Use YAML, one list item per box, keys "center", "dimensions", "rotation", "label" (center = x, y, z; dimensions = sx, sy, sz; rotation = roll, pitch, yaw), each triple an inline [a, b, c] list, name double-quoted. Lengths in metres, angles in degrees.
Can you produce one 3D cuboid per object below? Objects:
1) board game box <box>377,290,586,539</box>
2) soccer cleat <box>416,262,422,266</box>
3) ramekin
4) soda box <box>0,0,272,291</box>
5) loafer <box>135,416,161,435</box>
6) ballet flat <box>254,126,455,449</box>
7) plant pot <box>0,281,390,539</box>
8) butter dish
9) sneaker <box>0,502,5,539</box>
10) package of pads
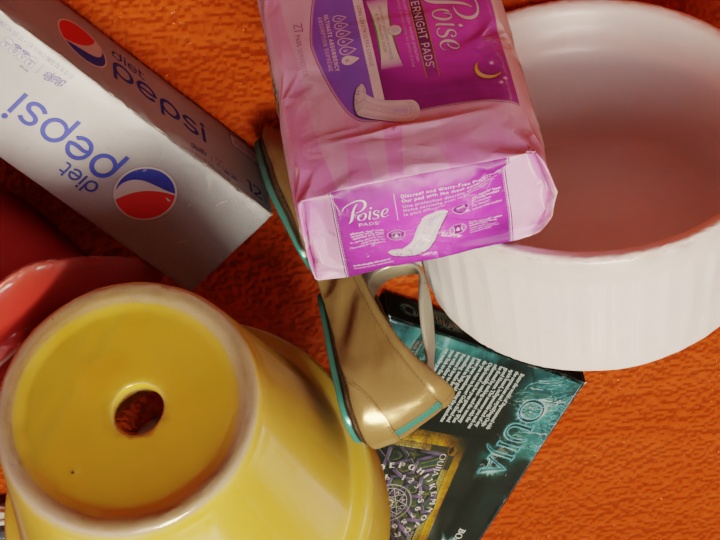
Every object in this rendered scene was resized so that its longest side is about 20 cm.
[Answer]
- center: [0.031, 0.114, 1.300]
  dimensions: [0.135, 0.028, 0.200]
  rotation: [19, 121, -19]
  label: "board game box"
- center: [0.111, 0.006, 1.213]
  dimensions: [0.199, 0.069, 0.085]
  rotation: [4, 122, -18]
  label: "soccer cleat"
- center: [0.118, -0.042, 1.101]
  dimensions: [0.200, 0.201, 0.098]
  rotation: [-9, 135, -2]
  label: "ramekin"
- center: [-0.141, -0.077, 1.111]
  dimensions: [0.068, 0.064, 0.200]
  rotation: [-42, 122, 19]
  label: "soda box"
- center: [-0.100, 0.172, 1.298]
  dimensions: [0.075, 0.068, 0.201]
  rotation: [-7, 128, -6]
  label: "loafer"
- center: [0.000, 0.000, 1.115]
  dimensions: [0.063, 0.201, 0.069]
  rotation: [-24, 151, 8]
  label: "ballet flat"
- center: [-0.094, 0.103, 1.072]
  dimensions: [0.200, 0.201, 0.189]
  rotation: [-15, 154, 2]
  label: "plant pot"
- center: [-0.234, 0.017, 1.118]
  dimensions: [0.200, 0.199, 0.148]
  rotation: [-41, 79, 12]
  label: "butter dish"
- center: [-0.263, 0.210, 1.289]
  dimensions: [0.199, 0.086, 0.078]
  rotation: [-20, 128, 6]
  label: "sneaker"
- center: [0.016, -0.098, 1.036]
  dimensions: [0.120, 0.201, 0.076]
  rotation: [-12, 143, 0]
  label: "package of pads"
